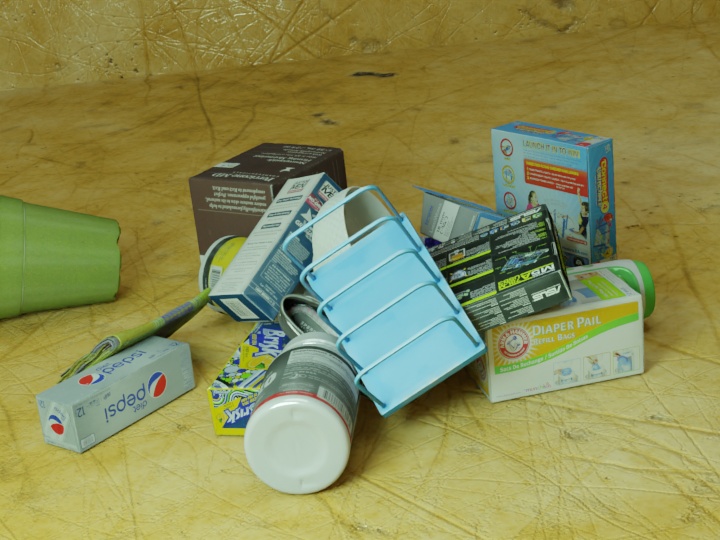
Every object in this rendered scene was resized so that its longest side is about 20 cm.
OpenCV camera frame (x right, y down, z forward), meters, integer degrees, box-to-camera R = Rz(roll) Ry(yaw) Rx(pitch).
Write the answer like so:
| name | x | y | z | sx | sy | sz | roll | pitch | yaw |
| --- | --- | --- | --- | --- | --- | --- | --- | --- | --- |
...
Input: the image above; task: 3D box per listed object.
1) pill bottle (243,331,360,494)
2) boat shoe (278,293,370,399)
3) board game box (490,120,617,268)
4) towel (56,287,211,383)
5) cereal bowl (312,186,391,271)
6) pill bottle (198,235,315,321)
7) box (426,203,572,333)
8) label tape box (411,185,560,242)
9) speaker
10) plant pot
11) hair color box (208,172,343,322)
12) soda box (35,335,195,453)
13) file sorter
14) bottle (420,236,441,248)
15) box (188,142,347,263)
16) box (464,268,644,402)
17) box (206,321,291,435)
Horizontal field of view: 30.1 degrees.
| name | x | y | z | sx | sy | sz | roll | pitch | yaw |
| --- | --- | --- | --- | --- | --- | --- | --- | --- | --- |
| pill bottle | -0.059 | 0.150 | 1.481 | 0.113 | 0.115 | 0.200 | -4 | 20 | 6 |
| boat shoe | -0.020 | 0.094 | 1.604 | 0.199 | 0.057 | 0.067 | 32 | 74 | 19 |
| board game box | 0.283 | -0.106 | 1.964 | 0.056 | 0.197 | 0.199 | -19 | 24 | -33 |
| towel | -0.290 | 0.088 | 1.740 | 0.143 | 0.023 | 0.200 | -38 | -6 | 40 |
| cereal bowl | 0.000 | 0.000 | 1.680 | 0.083 | 0.201 | 0.200 | -27 | 12 | 22 |
| pill bottle | -0.119 | 0.020 | 1.854 | 0.199 | 0.115 | 0.114 | 12 | 26 | 39 |
| box | 0.144 | 0.009 | 1.591 | 0.199 | 0.048 | 0.194 | -21 | 26 | 11 |
| label tape box | 0.168 | -0.058 | 1.913 | 0.143 | 0.064 | 0.200 | 15 | 6 | -28 |
| speaker | 0.273 | 0.039 | 1.723 | 0.198 | 0.089 | 0.088 | -9 | 20 | -9 |
| plant pot | -0.455 | -0.017 | 1.989 | 0.188 | 0.202 | 0.200 | 2 | 17 | -17 |
| hair color box | -0.103 | -0.029 | 1.737 | 0.100 | 0.060 | 0.201 | -3 | 49 | 57 |
| soda box | -0.294 | 0.147 | 1.629 | 0.068 | 0.064 | 0.200 | 8 | 25 | 36 |
| file sorter | 0.021 | 0.028 | 1.475 | 0.138 | 0.123 | 0.201 | -33 | 61 | 5 |
| bottle | 0.037 | -0.013 | 1.968 | 0.198 | 0.066 | 0.084 | -4 | 15 | 6 |
| box | -0.135 | -0.091 | 2.085 | 0.165 | 0.166 | 0.200 | 7 | 24 | 32 |
| box | 0.229 | 0.076 | 1.618 | 0.198 | 0.102 | 0.113 | -10 | 20 | -10 |
| box | -0.119 | 0.128 | 1.632 | 0.069 | 0.065 | 0.200 | -1 | 21 | 14 |
